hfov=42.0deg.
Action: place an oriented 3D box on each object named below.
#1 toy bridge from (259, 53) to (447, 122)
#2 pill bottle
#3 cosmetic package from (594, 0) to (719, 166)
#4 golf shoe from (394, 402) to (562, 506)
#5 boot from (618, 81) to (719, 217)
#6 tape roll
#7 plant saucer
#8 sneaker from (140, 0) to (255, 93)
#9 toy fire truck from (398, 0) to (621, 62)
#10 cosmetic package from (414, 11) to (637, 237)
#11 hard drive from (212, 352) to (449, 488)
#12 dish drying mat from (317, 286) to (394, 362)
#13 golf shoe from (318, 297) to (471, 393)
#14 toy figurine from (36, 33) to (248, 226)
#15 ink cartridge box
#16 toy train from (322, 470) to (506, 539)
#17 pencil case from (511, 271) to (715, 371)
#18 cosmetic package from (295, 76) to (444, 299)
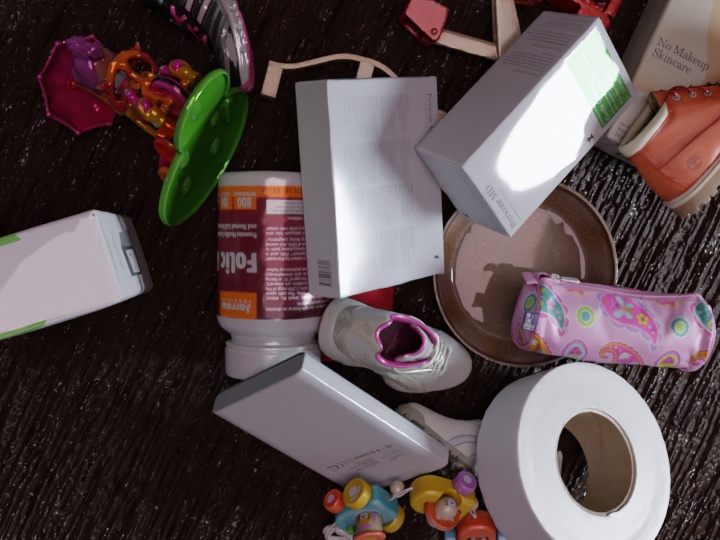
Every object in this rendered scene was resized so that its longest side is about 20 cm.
[{"bbox_3d":[-0.001,-0.187,0.975,0.199,0.027,0.068,14,92,-8],"label":"toy bridge"},{"bbox_3d":[-0.087,0.004,0.936,0.113,0.114,0.201,0,93,-6],"label":"pill bottle"},{"bbox_3d":[0.330,-0.207,0.985,0.105,0.071,0.201,23,91,-8],"label":"cosmetic package"},{"bbox_3d":[0.127,0.185,1.003,0.200,0.078,0.097,35,66,-8],"label":"golf shoe"},{"bbox_3d":[0.343,-0.162,0.920,0.107,0.075,0.200,40,89,-5],"label":"boot"},{"bbox_3d":[0.218,0.199,0.955,0.202,0.071,0.204,10,68,-27],"label":"tape roll"},{"bbox_3d":[0.173,0.001,1.001,0.199,0.037,0.202,0,93,-5],"label":"plant saucer"},{"bbox_3d":[-0.169,-0.262,0.933,0.087,0.074,0.201,-23,92,-3],"label":"sneaker"},{"bbox_3d":[0.156,-0.269,0.976,0.199,0.049,0.142,28,91,-8],"label":"toy fire truck"},{"bbox_3d":[0.164,-0.146,0.922,0.200,0.085,0.108,-49,126,-9],"label":"cosmetic package"},{"bbox_3d":[-0.027,0.157,0.922,0.132,0.026,0.200,-28,128,37],"label":"hard drive"},{"bbox_3d":[0.000,0.000,0.992,0.076,0.018,0.201,6,93,-7],"label":"dish drying mat"},{"bbox_3d":[0.052,0.084,0.936,0.199,0.091,0.076,19,80,-39],"label":"golf shoe"},{"bbox_3d":[-0.222,-0.162,0.889,0.184,0.200,0.151,30,69,5],"label":"toy figurine"},{"bbox_3d":[-0.285,0.006,0.873,0.145,0.200,0.084,-18,93,-5],"label":"ink cartridge box"},{"bbox_3d":[0.059,0.270,0.964,0.199,0.056,0.151,-1,133,-1],"label":"toy train"},{"bbox_3d":[0.253,0.051,0.952,0.199,0.087,0.088,8,93,-5],"label":"pencil case"},{"bbox_3d":[0.013,-0.085,0.911,0.150,0.052,0.201,-11,103,-41],"label":"cosmetic package"}]
